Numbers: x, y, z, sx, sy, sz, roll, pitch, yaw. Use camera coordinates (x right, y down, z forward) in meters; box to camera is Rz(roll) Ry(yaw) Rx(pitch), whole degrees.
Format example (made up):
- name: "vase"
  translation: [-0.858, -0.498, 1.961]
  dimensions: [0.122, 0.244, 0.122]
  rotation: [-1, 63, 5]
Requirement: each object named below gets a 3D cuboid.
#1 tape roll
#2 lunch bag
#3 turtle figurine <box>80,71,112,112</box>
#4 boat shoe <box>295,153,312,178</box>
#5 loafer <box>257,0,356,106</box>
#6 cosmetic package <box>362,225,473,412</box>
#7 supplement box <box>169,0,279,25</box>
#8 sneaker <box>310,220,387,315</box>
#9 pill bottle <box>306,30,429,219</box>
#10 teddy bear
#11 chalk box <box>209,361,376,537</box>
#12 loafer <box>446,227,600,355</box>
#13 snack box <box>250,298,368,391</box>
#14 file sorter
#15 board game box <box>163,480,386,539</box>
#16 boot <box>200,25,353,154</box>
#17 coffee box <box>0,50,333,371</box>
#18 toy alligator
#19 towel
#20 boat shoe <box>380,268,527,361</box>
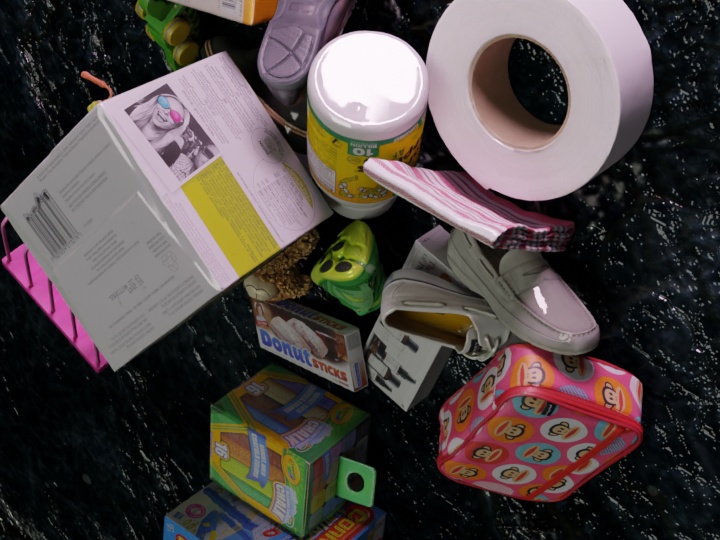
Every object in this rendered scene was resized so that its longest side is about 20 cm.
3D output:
- name: "tape roll"
  translation: [0.157, -0.167, 1.065]
  dimensions: [0.201, 0.071, 0.204]
  rotation: [19, 124, 32]
- name: "lunch bag"
  translation: [0.185, 0.157, 1.173]
  dimensions: [0.175, 0.082, 0.200]
  rotation: [18, 143, -15]
- name: "turtle figurine"
  translation: [-0.286, -0.137, 1.443]
  dimensions: [0.199, 0.064, 0.162]
  rotation: [35, 95, 5]
- name: "boat shoe"
  translation: [-0.138, -0.087, 1.363]
  dimensions: [0.199, 0.067, 0.074]
  rotation: [-19, 99, 44]
- name: "loafer"
  translation: [-0.043, -0.250, 1.135]
  dimensions: [0.071, 0.201, 0.063]
  rotation: [19, 162, 13]
- name: "cosmetic package"
  translation: [0.066, 0.055, 1.275]
  dimensions: [0.082, 0.051, 0.201]
  rotation: [39, 132, 17]
- name: "supplement box"
  translation: [-0.141, -0.312, 1.202]
  dimensions: [0.199, 0.126, 0.074]
  rotation: [23, 121, 31]
- name: "sneaker"
  translation: [0.000, 0.000, 1.252]
  dimensions: [0.083, 0.074, 0.200]
  rotation: [37, 174, -3]
- name: "pill bottle"
  translation: [0.004, -0.130, 1.148]
  dimensions: [0.113, 0.113, 0.200]
  rotation: [43, 160, 15]
- name: "teddy bear"
  translation: [-0.114, -0.034, 1.326]
  dimensions: [0.144, 0.067, 0.201]
  rotation: [9, 136, -7]
- name: "chalk box"
  translation: [-0.070, 0.223, 1.428]
  dimensions: [0.199, 0.124, 0.125]
  rotation: [25, 127, 29]
- name: "loafer"
  translation: [0.151, 0.008, 1.124]
  dimensions: [0.200, 0.070, 0.070]
  rotation: [41, 138, 40]
- name: "snack box"
  translation: [-0.062, 0.079, 1.381]
  dimensions: [0.199, 0.024, 0.072]
  rotation: [19, 125, 52]
- name: "file sorter"
  translation: [-0.344, -0.005, 1.506]
  dimensions: [0.200, 0.139, 0.126]
  rotation: [46, 156, 12]
- name: "board game box"
  translation: [-0.103, 0.319, 1.454]
  dimensions: [0.195, 0.200, 0.056]
  rotation: [25, 125, 28]
- name: "boot"
  translation: [-0.078, -0.231, 1.249]
  dimensions: [0.200, 0.077, 0.139]
  rotation: [46, 111, 33]
- name: "coffee box"
  translation: [-0.188, -0.061, 1.172]
  dimensions: [0.199, 0.198, 0.201]
  rotation: [-32, 94, 39]
- name: "toy alligator"
  translation: [-0.197, -0.259, 1.310]
  dimensions: [0.059, 0.054, 0.200]
  rotation: [43, 169, 20]
- name: "towel"
  translation: [0.104, -0.063, 1.084]
  dimensions: [0.146, 0.200, 0.030]
  rotation: [30, 104, 25]
- name: "boat shoe"
  translation: [0.114, 0.059, 1.170]
  dimensions: [0.199, 0.070, 0.071]
  rotation: [19, 130, -3]
